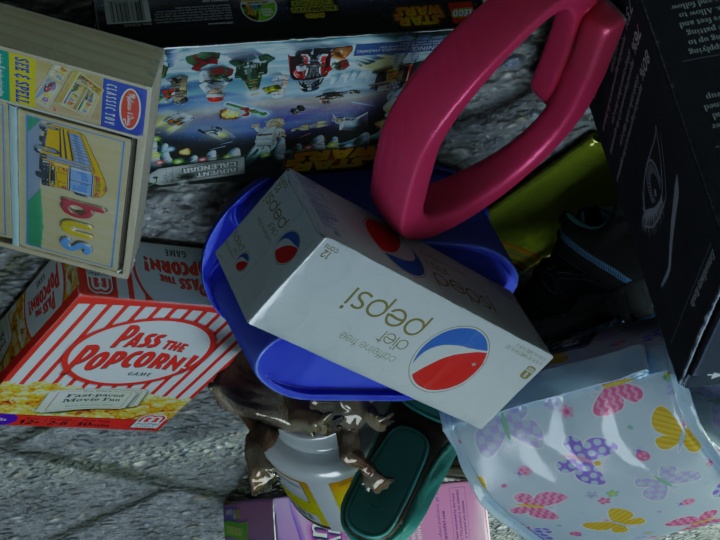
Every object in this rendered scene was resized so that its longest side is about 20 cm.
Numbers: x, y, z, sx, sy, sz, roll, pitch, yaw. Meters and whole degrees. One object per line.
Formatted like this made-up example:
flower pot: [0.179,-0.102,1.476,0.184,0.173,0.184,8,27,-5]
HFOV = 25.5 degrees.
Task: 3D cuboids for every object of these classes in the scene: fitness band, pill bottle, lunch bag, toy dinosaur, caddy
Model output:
fitness band: [0.069,-0.086,0.856,0.143,0.037,0.200,-34,163,-17]
pill bottle: [-0.022,0.127,1.238,0.109,0.110,0.200,-13,155,2]
lunch bag: [0.166,0.103,1.071,0.169,0.128,0.200,-19,148,23]
toy dinosaur: [-0.042,0.074,1.073,0.199,0.136,0.086,2,133,-38]
caddy: [0.000,0.000,1.001,0.199,0.105,0.142,3,127,-29]

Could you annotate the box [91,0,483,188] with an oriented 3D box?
box: [-0.044,-0.098,0.849,0.199,0.040,0.137,-6,155,-13]

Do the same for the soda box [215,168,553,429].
soda box: [0.017,0.020,0.906,0.200,0.064,0.068,28,113,-40]

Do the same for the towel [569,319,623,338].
towel: [0.199,0.091,1.217,0.111,0.049,0.201,-5,121,-34]

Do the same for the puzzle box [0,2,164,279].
puzzle box: [-0.173,-0.065,0.820,0.132,0.026,0.200,14,151,-3]

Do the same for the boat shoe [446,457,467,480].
boat shoe: [0.138,0.146,1.394,0.199,0.074,0.074,-4,176,33]

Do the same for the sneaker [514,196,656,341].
sneaker: [0.157,-0.003,1.070,0.073,0.082,0.200,-18,178,-30]

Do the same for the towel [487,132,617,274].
towel: [0.116,-0.030,1.085,0.086,0.018,0.200,10,147,-39]

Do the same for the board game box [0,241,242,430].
board game box: [-0.165,0.047,1.084,0.151,0.046,0.200,6,149,-33]

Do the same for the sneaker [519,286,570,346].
sneaker: [0.137,0.074,1.256,0.070,0.082,0.200,-43,135,-14]

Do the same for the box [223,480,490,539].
box: [-0.006,0.248,1.453,0.199,0.097,0.176,-3,172,-19]

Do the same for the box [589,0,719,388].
box: [0.202,-0.061,0.846,0.104,0.201,0.148,-11,155,-5]

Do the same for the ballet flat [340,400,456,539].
ballet flat: [0.047,0.117,1.164,0.067,0.200,0.070,28,165,13]
